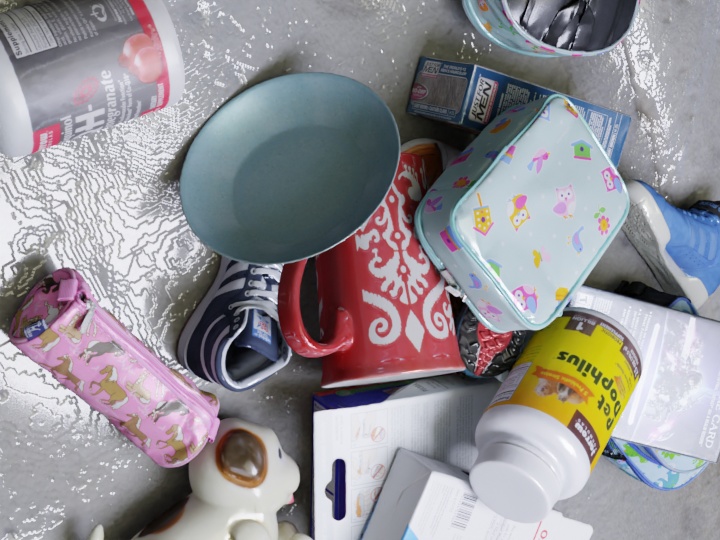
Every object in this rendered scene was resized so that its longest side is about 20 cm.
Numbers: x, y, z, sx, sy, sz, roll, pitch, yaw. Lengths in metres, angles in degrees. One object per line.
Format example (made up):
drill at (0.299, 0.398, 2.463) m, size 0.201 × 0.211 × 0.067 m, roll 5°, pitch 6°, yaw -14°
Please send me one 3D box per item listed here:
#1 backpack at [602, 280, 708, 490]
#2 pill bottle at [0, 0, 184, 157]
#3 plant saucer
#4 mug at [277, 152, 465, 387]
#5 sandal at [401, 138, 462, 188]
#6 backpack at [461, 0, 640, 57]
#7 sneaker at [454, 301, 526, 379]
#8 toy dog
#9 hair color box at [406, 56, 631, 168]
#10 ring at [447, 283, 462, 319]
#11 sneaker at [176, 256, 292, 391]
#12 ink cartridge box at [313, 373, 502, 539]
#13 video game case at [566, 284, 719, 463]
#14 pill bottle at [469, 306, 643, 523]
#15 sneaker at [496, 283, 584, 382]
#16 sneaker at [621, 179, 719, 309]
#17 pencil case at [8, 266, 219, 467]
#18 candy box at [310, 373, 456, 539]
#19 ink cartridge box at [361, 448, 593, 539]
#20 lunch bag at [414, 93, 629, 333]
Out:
backpack at (0.330, 0.141, 1.380) m, size 0.183 × 0.147 × 0.200 m, roll -46°, pitch 123°, yaw -10°
pill bottle at (-0.251, -0.155, 1.000) m, size 0.200 × 0.111 × 0.111 m, roll -23°, pitch 112°, yaw -24°
plant saucer at (-0.058, -0.083, 1.097) m, size 0.201 × 0.201 × 0.039 m, roll -46°, pitch 147°, yaw -13°
mug at (0.012, -0.001, 1.134) m, size 0.177 × 0.133 × 0.200 m, roll 15°, pitch 67°, yaw -70°
sandal at (0.118, -0.076, 1.259) m, size 0.206 × 0.059 × 0.079 m, roll 16°, pitch 93°, yaw -31°
backpack at (0.181, -0.302, 1.191) m, size 0.177 × 0.151 × 0.200 m, roll 5°, pitch 92°, yaw -28°
sneaker at (0.135, 0.013, 1.224) m, size 0.079 × 0.096 × 0.200 m, roll 33°, pitch 74°, yaw -8°
toy dog at (-0.134, 0.233, 1.158) m, size 0.194 × 0.140 × 0.200 m, roll 27°, pitch 87°, yaw -4°
hair color box at (0.157, -0.154, 1.240) m, size 0.200 × 0.100 × 0.061 m, roll 13°, pitch 96°, yaw -31°
ring at (0.164, -0.020, 1.282) m, size 0.200 × 0.019 × 0.201 m, roll -22°, pitch 131°, yaw -29°
sneaker at (-0.090, 0.015, 1.130) m, size 0.070 × 0.108 × 0.200 m, roll 25°, pitch 89°, yaw -31°
ink cartridge box at (0.041, 0.189, 1.200) m, size 0.200 × 0.047 × 0.160 m, roll -6°, pitch 104°, yaw -23°
video game case at (0.287, 0.104, 1.272) m, size 0.200 × 0.019 × 0.143 m, roll 15°, pitch 93°, yaw -10°
pill bottle at (0.176, 0.132, 1.150) m, size 0.200 × 0.109 × 0.109 m, roll -52°, pitch 124°, yaw -39°
sneaker at (0.202, 0.055, 1.299) m, size 0.074 × 0.080 × 0.200 m, roll 2°, pitch 116°, yaw -41°
sneaker at (0.359, -0.056, 1.390) m, size 0.111 × 0.077 × 0.200 m, roll -45°, pitch 123°, yaw -7°
pencil case at (-0.210, 0.088, 1.091) m, size 0.083 × 0.087 × 0.200 m, roll -46°, pitch 119°, yaw -6°
candy box at (0.037, 0.214, 1.269) m, size 0.169 × 0.077 × 0.200 m, roll -5°, pitch 105°, yaw -28°
ink cartridge box at (0.109, 0.255, 1.182) m, size 0.200 × 0.068 × 0.116 m, roll 23°, pitch 92°, yaw -28°
lunch bag at (0.148, -0.045, 1.132) m, size 0.200 × 0.077 × 0.160 m, roll -49°, pitch 113°, yaw -26°
